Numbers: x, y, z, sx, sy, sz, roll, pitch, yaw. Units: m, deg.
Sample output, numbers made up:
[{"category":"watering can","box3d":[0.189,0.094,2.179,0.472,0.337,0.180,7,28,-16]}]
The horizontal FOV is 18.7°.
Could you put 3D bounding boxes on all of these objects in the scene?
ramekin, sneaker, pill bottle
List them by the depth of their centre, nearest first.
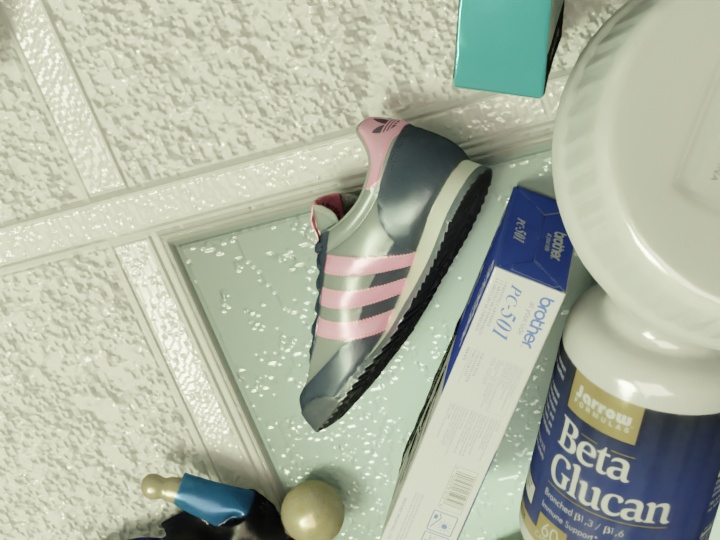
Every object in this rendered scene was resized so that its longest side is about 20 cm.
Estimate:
[{"category":"ramekin","box3d":[0.199,-0.060,1.083,0.199,0.098,0.202,0,88,-1]},{"category":"pill bottle","box3d":[0.159,0.073,1.214,0.110,0.111,0.201,13,121,4]},{"category":"sneaker","box3d":[0.000,0.000,1.240,0.082,0.070,0.201,35,119,10]}]

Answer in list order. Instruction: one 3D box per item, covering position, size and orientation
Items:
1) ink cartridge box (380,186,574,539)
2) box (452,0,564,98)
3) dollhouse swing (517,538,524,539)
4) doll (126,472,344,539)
[{"category":"ink cartridge box","box3d":[0.068,0.062,1.236,0.044,0.094,0.201,21,122,-1]},{"category":"box","box3d":[0.081,-0.195,1.093,0.049,0.082,0.201,8,120,9]},{"category":"dollhouse swing","box3d":[0.089,0.283,1.394,0.182,0.176,0.200,-47,106,-13]},{"category":"doll","box3d":[-0.099,0.178,1.364,0.199,0.049,0.137,-23,114,23]}]
